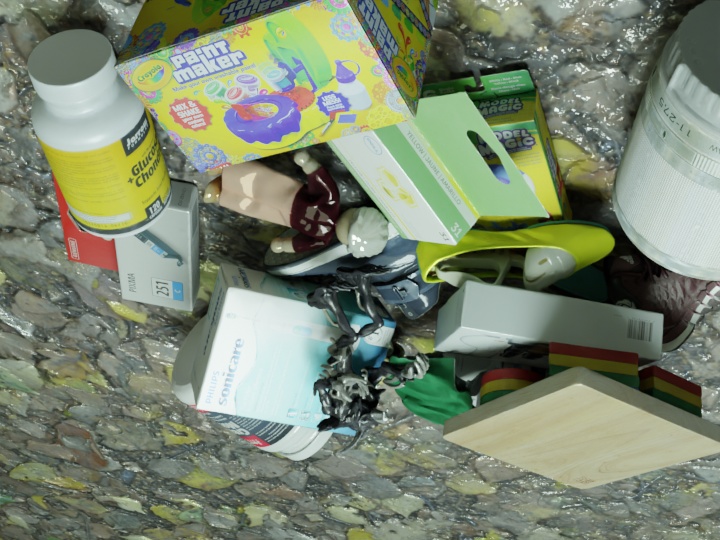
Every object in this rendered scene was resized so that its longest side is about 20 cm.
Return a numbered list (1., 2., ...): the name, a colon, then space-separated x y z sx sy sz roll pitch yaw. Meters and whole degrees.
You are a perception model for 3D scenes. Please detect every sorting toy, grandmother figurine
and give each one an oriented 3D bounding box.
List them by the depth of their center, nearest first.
1. sorting toy: 0.218 0.138 0.980 0.197 0.070 0.200 23 147 -25
2. grandmother figurine: -0.062 -0.069 1.026 0.198 0.061 0.122 24 134 11

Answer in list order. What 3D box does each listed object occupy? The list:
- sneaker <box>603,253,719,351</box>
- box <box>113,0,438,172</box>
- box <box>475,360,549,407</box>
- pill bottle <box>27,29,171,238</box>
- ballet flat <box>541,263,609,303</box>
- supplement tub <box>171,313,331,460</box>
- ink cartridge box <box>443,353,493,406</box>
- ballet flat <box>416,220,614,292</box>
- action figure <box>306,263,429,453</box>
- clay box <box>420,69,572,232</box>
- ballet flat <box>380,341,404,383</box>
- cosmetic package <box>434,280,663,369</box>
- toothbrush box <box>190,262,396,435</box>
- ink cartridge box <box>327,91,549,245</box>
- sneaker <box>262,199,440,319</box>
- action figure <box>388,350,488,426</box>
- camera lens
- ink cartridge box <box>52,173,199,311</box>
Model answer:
1. sneaker: 0.311 -0.007 0.997 0.114 0.076 0.201 21 125 -6
2. box: -0.056 -0.204 0.776 0.198 0.194 0.122 -9 138 28
3. box: 0.238 0.157 1.125 0.198 0.061 0.117 14 141 -2
4. pill bottle: -0.262 -0.135 0.993 0.111 0.113 0.201 6 143 9
5. ballet flat: 0.268 0.031 1.097 0.198 0.071 0.071 24 142 -15
6. supplement tub: -0.133 0.148 1.296 0.199 0.141 0.140 37 137 -28
7. ink cartridge box: 0.206 0.124 1.210 0.199 0.084 0.144 -24 129 38
8. ballet flat: 0.152 -0.008 0.993 0.198 0.068 0.067 1 141 14
9. action figure: 0.002 0.102 1.047 0.101 0.118 0.202 9 114 44
10. clay box: 0.132 -0.102 0.972 0.114 0.048 0.201 -5 140 22
11. ballet flat: -0.025 0.070 1.222 0.199 0.071 0.070 36 137 -26
12. cosmetic package: 0.186 0.064 1.015 0.198 0.052 0.151 10 168 -3
13. toothbrush box: -0.079 0.091 1.126 0.198 0.085 0.148 11 105 -19
14. ink cartridge box: 0.063 -0.090 0.918 0.146 0.048 0.199 51 162 -24
15. sneaker: 0.000 0.001 1.119 0.201 0.077 0.146 -14 133 30
16. action figure: 0.083 0.132 1.136 0.199 0.054 0.119 7 122 61
17. camera lens: 0.306 -0.103 0.825 0.158 0.161 0.201 9 143 4
18. ink cartridge box: -0.281 -0.039 1.180 0.174 0.045 0.201 11 143 0
